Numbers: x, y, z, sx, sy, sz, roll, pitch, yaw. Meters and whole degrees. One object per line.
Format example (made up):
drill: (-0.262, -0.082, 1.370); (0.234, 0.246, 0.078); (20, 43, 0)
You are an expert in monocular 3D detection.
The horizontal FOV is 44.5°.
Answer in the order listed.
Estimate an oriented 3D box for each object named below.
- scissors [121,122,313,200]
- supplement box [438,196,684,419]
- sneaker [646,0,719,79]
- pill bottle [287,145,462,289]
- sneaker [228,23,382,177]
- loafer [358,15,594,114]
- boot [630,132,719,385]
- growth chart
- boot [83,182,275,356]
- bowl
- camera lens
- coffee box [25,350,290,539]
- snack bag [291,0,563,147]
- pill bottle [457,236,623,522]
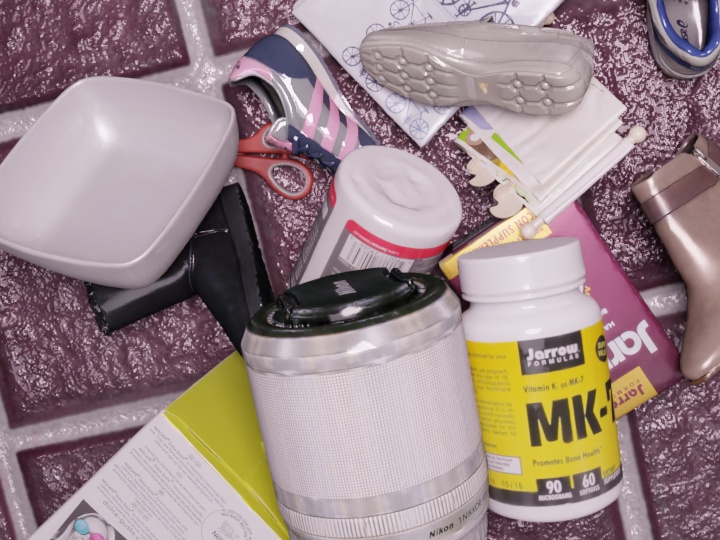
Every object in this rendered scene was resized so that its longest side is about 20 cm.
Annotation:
scissors: (-0.131, -0.120, 0.851); (0.199, 0.014, 0.073); (13, 100, 6)
supplement box: (0.175, 0.034, 0.786); (0.131, 0.103, 0.200); (-35, 92, 9)
sneaker: (0.269, -0.266, 0.748); (0.075, 0.088, 0.201); (-20, 93, 10)
pill bottle: (0.000, 0.000, 0.768); (0.110, 0.111, 0.200); (30, 130, 2)
sneaker: (-0.041, -0.118, 0.796); (0.082, 0.070, 0.200); (-38, 94, -19)
loafer: (0.096, -0.178, 0.742); (0.199, 0.070, 0.070); (14, 58, 20)
boot: (0.283, -0.020, 0.744); (0.146, 0.070, 0.200); (49, 56, -4)
growth chart: (0.147, -0.128, 0.754); (0.145, 0.018, 0.200); (-36, 49, 13)
boot: (-0.167, 0.018, 0.813); (0.162, 0.073, 0.199); (-18, 67, 1)
bowl: (-0.216, -0.073, 0.783); (0.199, 0.075, 0.200); (15, 59, 21)
camera lens: (0.006, 0.107, 0.646); (0.159, 0.160, 0.201); (-9, 102, 8)
coffee box: (-0.130, 0.221, 0.786); (0.198, 0.200, 0.200); (-43, 90, 16)
snack bag: (0.064, -0.243, 0.791); (0.200, 0.021, 0.189); (-43, 78, 9)
pill bottle: (0.136, 0.080, 0.687); (0.114, 0.114, 0.201); (-9, 97, 8)
